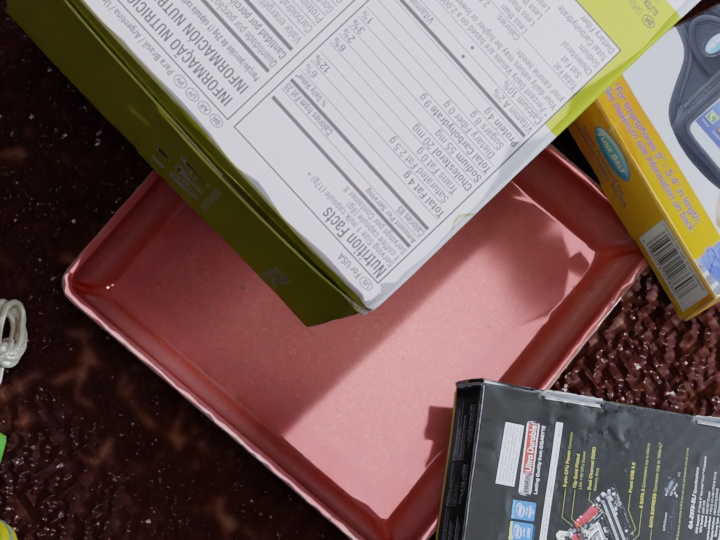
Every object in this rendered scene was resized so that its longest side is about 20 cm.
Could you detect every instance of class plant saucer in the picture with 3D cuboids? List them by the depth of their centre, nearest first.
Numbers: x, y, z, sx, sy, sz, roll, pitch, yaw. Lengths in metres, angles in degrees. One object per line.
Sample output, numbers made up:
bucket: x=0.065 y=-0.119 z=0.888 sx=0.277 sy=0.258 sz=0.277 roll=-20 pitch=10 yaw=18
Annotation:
plant saucer: x=0.000 y=0.000 z=1.188 sx=0.200 sy=0.037 sz=0.200 roll=40 pitch=76 yaw=2

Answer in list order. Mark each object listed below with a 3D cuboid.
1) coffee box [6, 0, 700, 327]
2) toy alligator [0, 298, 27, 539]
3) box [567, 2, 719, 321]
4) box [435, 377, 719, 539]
coffee box: x=-0.009 y=-0.114 z=1.073 sx=0.198 sy=0.200 sz=0.200 roll=-44 pitch=93 yaw=-8
toy alligator: x=-0.185 y=0.108 z=1.134 sx=0.054 sy=0.059 sz=0.201 roll=-7 pitch=64 yaw=32
box: x=0.201 y=-0.074 z=1.214 sx=0.199 sy=0.041 sz=0.119 roll=-29 pitch=83 yaw=-23
box: x=0.108 y=0.158 z=1.145 sx=0.159 sy=0.049 sz=0.201 roll=9 pitch=84 yaw=-13
